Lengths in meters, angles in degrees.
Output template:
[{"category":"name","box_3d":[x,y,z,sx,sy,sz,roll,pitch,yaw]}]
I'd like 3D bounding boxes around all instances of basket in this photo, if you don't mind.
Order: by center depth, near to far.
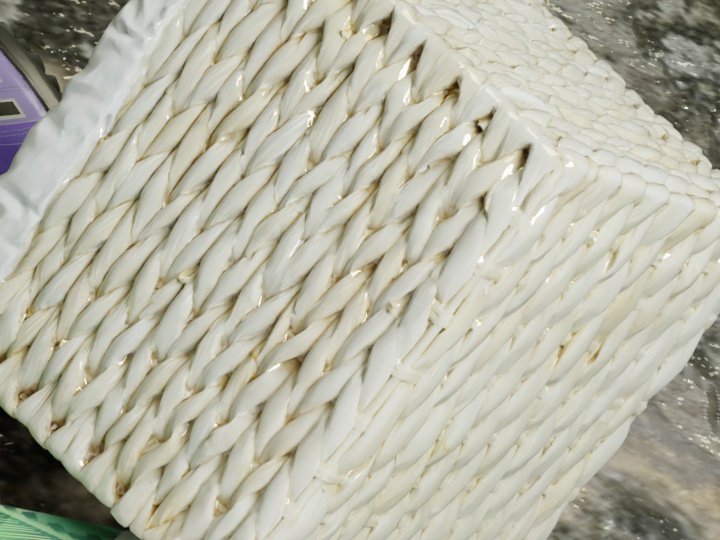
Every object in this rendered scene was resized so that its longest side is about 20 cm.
[{"category":"basket","box_3d":[0.000,0.000,0.916,0.161,0.200,0.198,45,16,26]}]

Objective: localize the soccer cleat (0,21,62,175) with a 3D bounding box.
[{"category":"soccer cleat","box_3d":[-0.189,-0.080,1.099,0.200,0.068,0.073,40,58,20]}]

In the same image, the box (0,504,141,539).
[{"category":"box","box_3d":[-0.093,0.120,0.803,0.144,0.037,0.200,13,12,-17]}]
